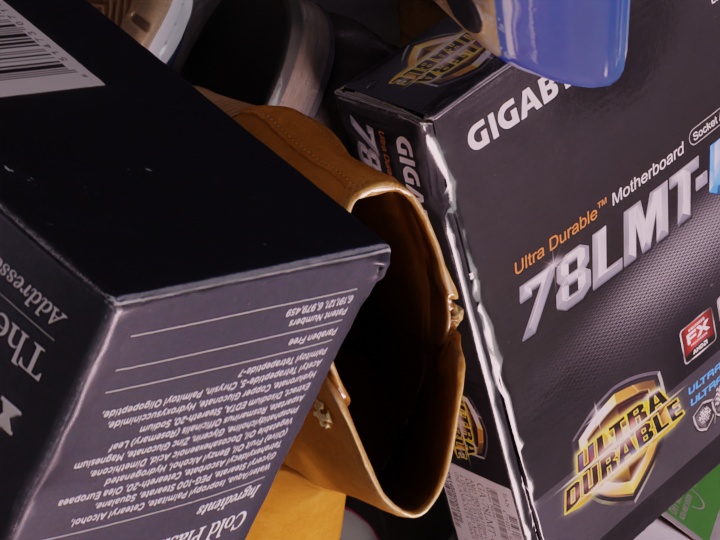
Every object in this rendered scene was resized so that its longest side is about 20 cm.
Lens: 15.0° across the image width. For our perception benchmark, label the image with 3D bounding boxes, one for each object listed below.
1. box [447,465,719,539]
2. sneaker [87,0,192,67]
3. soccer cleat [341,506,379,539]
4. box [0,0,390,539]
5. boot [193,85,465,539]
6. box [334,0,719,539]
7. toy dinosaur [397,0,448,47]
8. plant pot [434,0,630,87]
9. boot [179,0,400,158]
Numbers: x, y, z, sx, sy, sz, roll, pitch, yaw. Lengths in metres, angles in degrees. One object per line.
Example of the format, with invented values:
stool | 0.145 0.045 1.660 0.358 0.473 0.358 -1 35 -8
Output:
box | 0.081 0.132 1.182 0.177 0.097 0.200 -60 175 18
sneaker | -0.098 -0.017 0.821 0.200 0.070 0.108 -50 149 15
soccer cleat | -0.038 0.189 1.139 0.086 0.070 0.200 -81 -169 -57
box | -0.124 0.019 0.686 0.104 0.200 0.182 -13 134 -52
boot | -0.017 0.049 0.811 0.071 0.144 0.201 -17 116 -22
box | 0.096 -0.020 0.934 0.200 0.050 0.199 -36 129 -30
toy dinosaur | 0.036 -0.093 0.965 0.106 0.060 0.200 -5 139 -21
plant pot | 0.061 -0.183 0.728 0.180 0.200 0.200 -33 149 -17
boot | 0.000 0.000 0.935 0.174 0.069 0.200 17 111 -40
